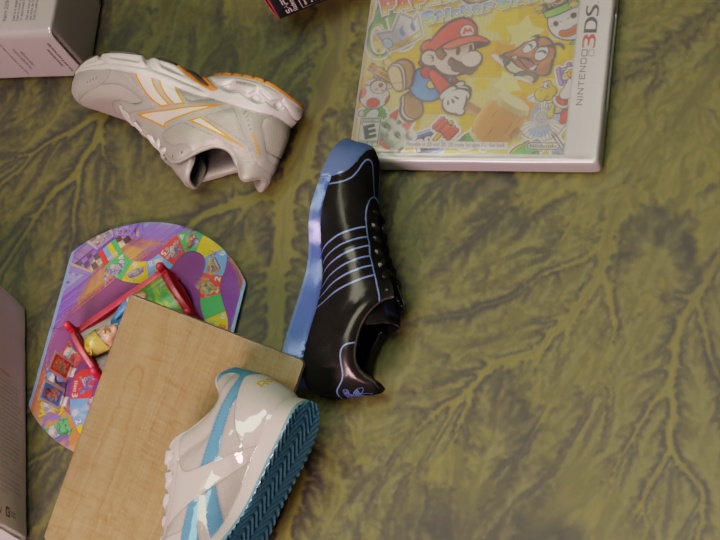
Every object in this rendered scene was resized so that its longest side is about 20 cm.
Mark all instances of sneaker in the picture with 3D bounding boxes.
[{"bbox_3d":[-0.150,-0.116,1.627,0.200,0.076,0.092,12,78,22],"label":"sneaker"},{"bbox_3d":[-0.108,0.167,1.477,0.081,0.077,0.200,29,88,26],"label":"sneaker"},{"bbox_3d":[0.000,0.000,1.538,0.078,0.070,0.200,7,80,22],"label":"sneaker"}]

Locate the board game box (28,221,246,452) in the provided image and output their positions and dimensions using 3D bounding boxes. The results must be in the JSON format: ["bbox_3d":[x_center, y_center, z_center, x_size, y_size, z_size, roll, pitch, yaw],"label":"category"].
[{"bbox_3d":[-0.181,0.049,1.588,0.158,0.039,0.200,7,73,20],"label":"board game box"}]

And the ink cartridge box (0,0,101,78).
[{"bbox_3d":[-0.325,-0.243,1.722,0.200,0.084,0.146,0,70,18],"label":"ink cartridge box"}]

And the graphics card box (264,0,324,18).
[{"bbox_3d":[0.004,-0.294,1.645,0.200,0.051,0.126,-22,51,9],"label":"graphics card box"}]

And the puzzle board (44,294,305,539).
[{"bbox_3d":[-0.140,0.136,1.531,0.151,0.017,0.200,20,92,18],"label":"puzzle board"}]

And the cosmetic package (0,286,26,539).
[{"bbox_3d":[-0.319,0.115,1.591,0.102,0.074,0.200,-9,66,14],"label":"cosmetic package"}]

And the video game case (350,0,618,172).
[{"bbox_3d":[0.098,-0.165,1.594,0.200,0.023,0.182,1,70,18],"label":"video game case"}]
